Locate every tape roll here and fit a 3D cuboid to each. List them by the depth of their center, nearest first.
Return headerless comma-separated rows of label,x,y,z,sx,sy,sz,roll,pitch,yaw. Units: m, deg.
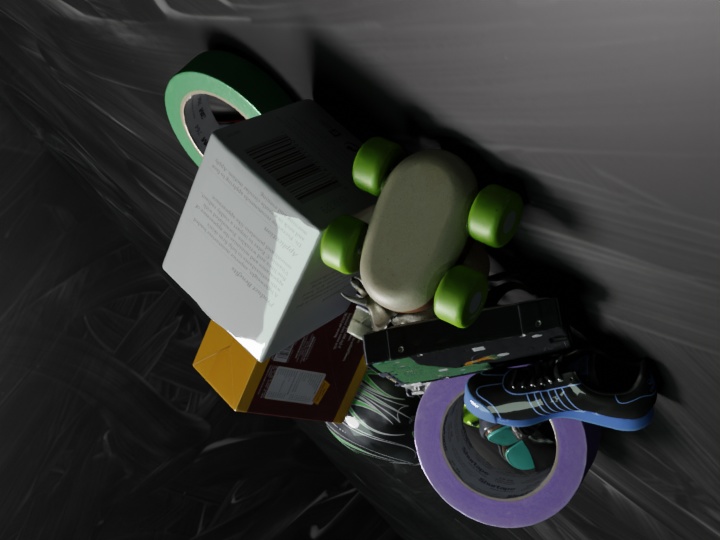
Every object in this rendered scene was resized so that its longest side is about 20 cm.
tape roll,0.167,0.183,1.264,0.200,0.200,0.085,40,-158,12
tape roll,-0.147,-0.169,1.349,0.200,0.048,0.201,29,149,20

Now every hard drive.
hard drive,0.114,0.076,1.142,0.140,0.199,0.038,42,-143,-67

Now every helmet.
helmet,0.031,0.196,1.705,0.190,0.201,0.200,30,171,-21

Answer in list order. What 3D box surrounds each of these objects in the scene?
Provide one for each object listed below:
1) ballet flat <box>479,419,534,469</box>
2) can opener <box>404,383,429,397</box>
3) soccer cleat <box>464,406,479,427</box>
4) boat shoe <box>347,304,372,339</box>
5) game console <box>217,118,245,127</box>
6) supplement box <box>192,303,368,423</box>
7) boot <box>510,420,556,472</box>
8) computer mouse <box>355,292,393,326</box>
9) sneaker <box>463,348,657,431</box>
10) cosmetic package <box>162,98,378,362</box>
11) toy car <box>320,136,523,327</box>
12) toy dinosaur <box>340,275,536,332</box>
ballet flat,0.211,0.221,1.556,0.073,0.073,0.200,34,175,34
can opener,0.108,0.139,1.420,0.052,0.067,0.200,-15,161,23
soccer cleat,0.122,0.153,1.623,0.200,0.068,0.081,39,-163,-16
boat shoe,0.057,0.102,1.483,0.200,0.062,0.072,38,173,-31
game console,-0.164,-0.122,1.534,0.200,0.031,0.178,15,122,64
supplement box,-0.094,0.092,1.580,0.199,0.198,0.133,14,-164,-42
boot,0.205,0.190,1.382,0.157,0.080,0.212,24,144,18
computer mouse,0.083,0.064,1.387,0.199,0.053,0.139,24,-160,-46
sneaker,0.202,0.115,1.141,0.199,0.070,0.078,1,133,14
cosmetic package,-0.082,-0.046,1.205,0.165,0.165,0.201,42,130,17
toy car,0.088,-0.028,1.110,0.164,0.159,0.200,25,-176,28
toy dinosaur,0.086,0.047,1.191,0.199,0.078,0.102,5,-174,14
